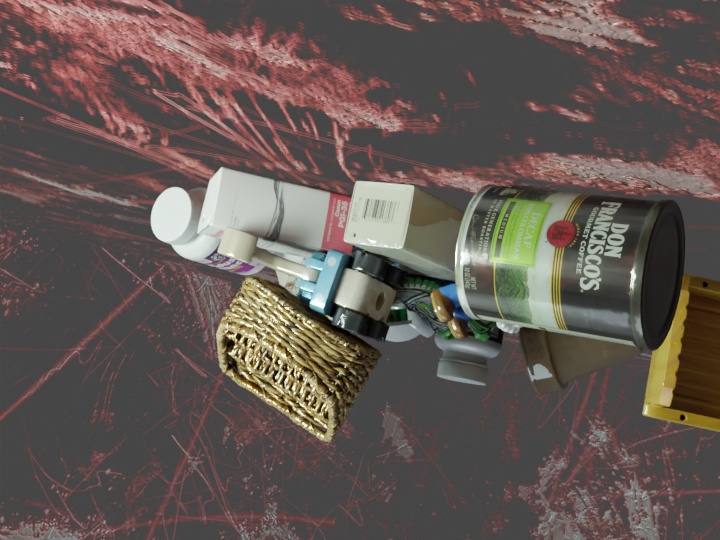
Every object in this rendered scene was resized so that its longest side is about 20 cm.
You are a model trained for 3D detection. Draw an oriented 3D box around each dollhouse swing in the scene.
[{"bbox_3d":[0.474,0.110,1.397,0.179,0.204,0.176,12,174,-3],"label":"dollhouse swing"}]

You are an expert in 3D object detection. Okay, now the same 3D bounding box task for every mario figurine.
[{"bbox_3d":[0.191,0.022,1.285,0.198,0.107,0.123,-31,176,14],"label":"mario figurine"}]

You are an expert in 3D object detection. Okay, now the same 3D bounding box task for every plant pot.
[{"bbox_3d":[0.350,0.084,1.619,0.172,0.204,0.200,-10,166,22],"label":"plant pot"}]

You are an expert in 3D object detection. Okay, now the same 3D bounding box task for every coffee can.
[{"bbox_3d":[0.216,-0.007,1.060,0.197,0.149,0.146,8,173,32],"label":"coffee can"}]

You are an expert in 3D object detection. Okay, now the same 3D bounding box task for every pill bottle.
[{"bbox_3d":[0.180,0.078,1.663,0.109,0.204,0.111,11,172,2],"label":"pill bottle"},{"bbox_3d":[-0.228,-0.064,1.601,0.111,0.114,0.199,8,173,35],"label":"pill bottle"}]

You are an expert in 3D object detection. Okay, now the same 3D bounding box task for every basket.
[{"bbox_3d":[-0.096,0.119,1.344,0.199,0.150,0.143,33,-178,15],"label":"basket"}]

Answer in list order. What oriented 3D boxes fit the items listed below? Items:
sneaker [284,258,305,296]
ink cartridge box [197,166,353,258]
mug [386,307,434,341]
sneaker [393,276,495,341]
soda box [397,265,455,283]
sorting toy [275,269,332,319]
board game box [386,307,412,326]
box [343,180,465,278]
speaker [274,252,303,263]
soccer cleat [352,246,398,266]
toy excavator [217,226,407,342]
[{"bbox_3d":[-0.078,0.036,1.623,0.077,0.083,0.200,25,165,-11],"label":"sneaker"},{"bbox_3d":[-0.115,-0.073,1.418,0.197,0.084,0.146,13,174,-14],"label":"ink cartridge box"},{"bbox_3d":[0.054,0.042,1.757,0.200,0.148,0.175,44,-177,32],"label":"mug"},{"bbox_3d":[0.112,0.057,1.564,0.197,0.087,0.078,10,176,23],"label":"sneaker"},{"bbox_3d":[0.123,-0.018,1.568,0.067,0.065,0.199,14,175,-35],"label":"soda box"},{"bbox_3d":[-0.066,0.036,1.893,0.197,0.183,0.107,12,175,-11],"label":"sorting toy"},{"bbox_3d":[-0.046,0.081,1.568,0.197,0.026,0.200,-6,178,-18],"label":"board game box"},{"bbox_3d":[0.075,-0.047,1.305,0.094,0.079,0.199,8,173,34],"label":"box"},{"bbox_3d":[-0.089,-0.042,1.687,0.080,0.083,0.199,16,173,-38],"label":"speaker"},{"bbox_3d":[0.000,0.000,1.513,0.070,0.199,0.086,55,-172,0],"label":"soccer cleat"},{"bbox_3d":[-0.065,0.009,1.335,0.197,0.101,0.194,17,176,27],"label":"toy excavator"}]
